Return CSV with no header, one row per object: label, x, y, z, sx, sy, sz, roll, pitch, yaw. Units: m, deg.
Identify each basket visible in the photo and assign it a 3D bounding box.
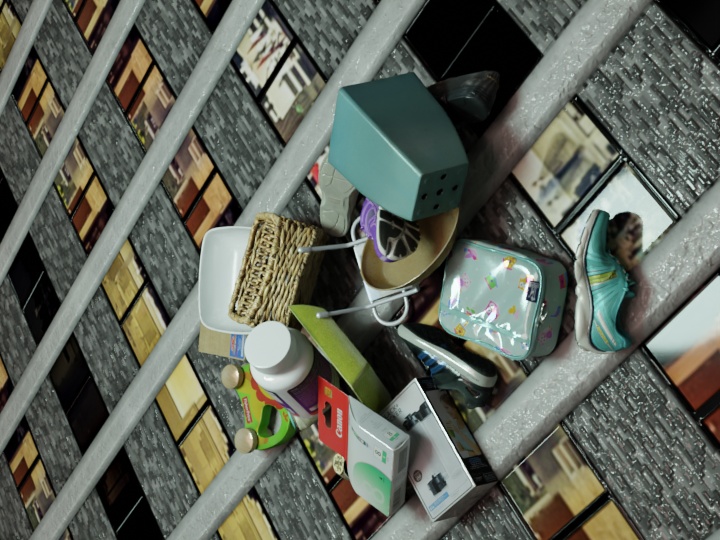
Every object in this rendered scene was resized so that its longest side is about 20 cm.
basket,-0.158,0.004,1.810,0.148,0.143,0.201,18,89,10

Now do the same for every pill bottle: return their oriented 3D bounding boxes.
pill bottle,-0.117,0.163,1.742,0.111,0.200,0.112,-9,60,16

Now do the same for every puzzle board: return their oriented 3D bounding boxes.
puzzle board,-0.264,0.071,2.073,0.150,0.017,0.202,5,92,44

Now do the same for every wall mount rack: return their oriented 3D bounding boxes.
wall mount rack,0.000,0.000,1.732,0.173,0.075,0.201,-19,74,8

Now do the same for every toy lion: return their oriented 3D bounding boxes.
toy lion,-0.165,0.226,1.955,0.191,0.068,0.201,-22,75,35

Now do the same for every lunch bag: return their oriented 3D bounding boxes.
lunch bag,0.210,0.044,1.558,0.199,0.077,0.162,21,104,45

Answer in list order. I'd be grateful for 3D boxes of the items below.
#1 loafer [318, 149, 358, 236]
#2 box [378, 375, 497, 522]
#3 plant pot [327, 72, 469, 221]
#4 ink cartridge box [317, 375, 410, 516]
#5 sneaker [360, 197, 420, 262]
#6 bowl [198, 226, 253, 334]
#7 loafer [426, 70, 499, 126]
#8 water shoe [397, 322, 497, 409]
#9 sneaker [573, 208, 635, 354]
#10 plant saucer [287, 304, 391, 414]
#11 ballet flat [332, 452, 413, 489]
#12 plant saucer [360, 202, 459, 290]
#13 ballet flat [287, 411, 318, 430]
loafer,-0.030,-0.148,1.762,0.071,0.063,0.201,20,136,11
box,0.119,0.282,1.663,0.117,0.060,0.201,-47,58,34
plant pot,0.066,-0.176,1.579,0.200,0.140,0.142,52,146,35
ink cartridge box,-0.010,0.284,1.693,0.199,0.050,0.162,29,136,29
sneaker,0.039,-0.067,1.627,0.084,0.080,0.201,-52,21,26
bowl,-0.212,0.019,1.970,0.199,0.074,0.201,3,89,35
loafer,0.144,-0.270,1.645,0.199,0.073,0.073,6,55,52
water shoe,0.125,0.150,1.650,0.200,0.071,0.079,32,114,41
sneaker,0.342,0.015,1.447,0.079,0.077,0.202,-1,94,26
plant saucer,-0.022,0.152,1.747,0.048,0.200,0.200,-37,57,-4
ballet flat,0.018,0.337,1.774,0.199,0.046,0.068,4,95,45
plant saucer,0.085,-0.045,1.631,0.200,0.035,0.201,-32,37,28
ballet flat,-0.130,0.192,1.882,0.062,0.067,0.201,-28,74,-3
